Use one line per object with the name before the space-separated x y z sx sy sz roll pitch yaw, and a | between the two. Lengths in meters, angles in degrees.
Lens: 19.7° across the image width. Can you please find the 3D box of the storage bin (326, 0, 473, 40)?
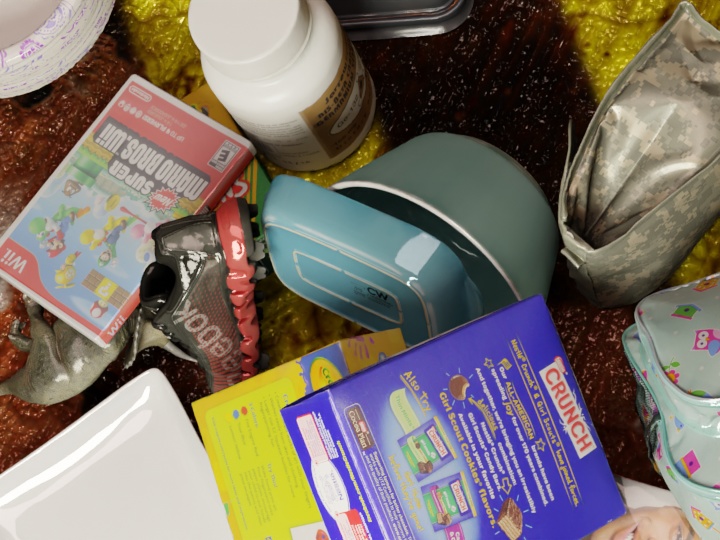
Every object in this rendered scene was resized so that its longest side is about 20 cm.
storage bin | -0.014 -0.283 1.705 0.198 0.134 0.147 -1 71 14

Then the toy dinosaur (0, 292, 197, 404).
toy dinosaur | -0.236 0.061 1.680 0.199 0.077 0.103 -30 59 1

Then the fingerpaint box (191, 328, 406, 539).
fingerpaint box | -0.018 0.164 1.511 0.166 0.073 0.202 -25 81 41

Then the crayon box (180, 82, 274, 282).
crayon box | -0.140 -0.065 1.694 0.126 0.051 0.201 -33 55 1

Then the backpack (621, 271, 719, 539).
backpack | 0.283 0.095 1.453 0.174 0.154 0.201 -17 48 3

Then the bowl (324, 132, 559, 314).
bowl | 0.072 -0.026 1.579 0.200 0.202 0.105 26 59 22

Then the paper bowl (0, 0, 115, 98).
paper bowl | -0.305 -0.244 1.788 0.199 0.104 0.203 -5 70 13

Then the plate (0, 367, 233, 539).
plate | -0.188 0.210 1.615 0.199 0.032 0.200 -35 67 2

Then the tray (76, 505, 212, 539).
tray | -0.129 0.238 1.619 0.198 0.022 0.108 -2 70 15

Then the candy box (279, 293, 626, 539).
candy box | 0.066 0.131 1.420 0.199 0.077 0.170 -21 89 -34

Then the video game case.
video game case | -0.193 -0.051 1.666 0.142 0.017 0.201 31 77 32

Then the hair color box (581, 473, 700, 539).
hair color box | 0.193 0.206 1.520 0.198 0.061 0.102 15 75 19

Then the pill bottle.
pill bottle | -0.063 -0.165 1.641 0.113 0.200 0.115 -5 71 13

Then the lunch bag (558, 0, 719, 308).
lunch bag | 0.215 -0.073 1.553 0.117 0.164 0.200 38 84 18

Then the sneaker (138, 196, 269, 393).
sneaker | -0.120 0.031 1.595 0.097 0.202 0.071 -7 44 -6

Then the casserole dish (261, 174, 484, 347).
casserole dish | 0.000 0.000 1.552 0.199 0.122 0.039 24 60 25
